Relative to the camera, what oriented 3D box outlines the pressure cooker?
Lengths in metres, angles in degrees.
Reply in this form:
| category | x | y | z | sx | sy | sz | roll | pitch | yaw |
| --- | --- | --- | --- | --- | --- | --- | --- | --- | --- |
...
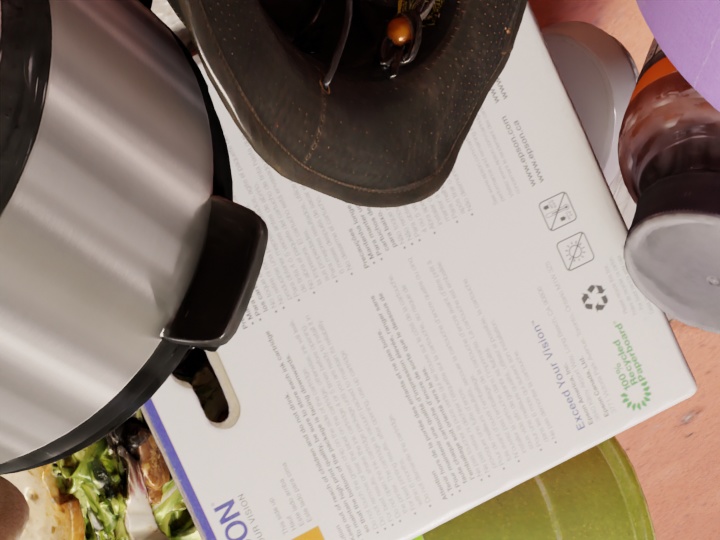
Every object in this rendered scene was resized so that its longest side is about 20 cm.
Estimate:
| category | x | y | z | sx | sy | sz | roll | pitch | yaw |
| --- | --- | --- | --- | --- | --- | --- | --- | --- | --- |
| pressure cooker | -0.137 | -0.029 | 0.809 | 0.178 | 0.177 | 0.200 | -32 | 154 | 10 |

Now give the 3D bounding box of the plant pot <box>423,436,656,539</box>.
| category | x | y | z | sx | sy | sz | roll | pitch | yaw |
| --- | --- | --- | --- | --- | --- | --- | --- | --- | --- |
| plant pot | 0.023 | 0.167 | 1.371 | 0.189 | 0.201 | 0.200 | 1 | 143 | -27 |

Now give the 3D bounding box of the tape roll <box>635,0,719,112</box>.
| category | x | y | z | sx | sy | sz | roll | pitch | yaw |
| --- | --- | --- | --- | --- | --- | --- | --- | --- | --- |
| tape roll | 0.197 | -0.129 | 0.960 | 0.199 | 0.201 | 0.066 | -20 | 154 | -20 |

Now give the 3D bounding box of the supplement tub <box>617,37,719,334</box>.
| category | x | y | z | sx | sy | sz | roll | pitch | yaw |
| --- | --- | --- | --- | --- | --- | --- | --- | --- | --- |
| supplement tub | 0.162 | -0.073 | 1.020 | 0.107 | 0.106 | 0.201 | 104 | 7 | -57 |

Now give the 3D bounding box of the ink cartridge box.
| category | x | y | z | sx | sy | sz | roll | pitch | yaw |
| --- | --- | --- | --- | --- | --- | --- | --- | --- | --- |
| ink cartridge box | 0.000 | 0.000 | 1.005 | 0.199 | 0.201 | 0.041 | -25 | -173 | -10 |

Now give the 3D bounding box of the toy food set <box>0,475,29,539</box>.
| category | x | y | z | sx | sy | sz | roll | pitch | yaw |
| --- | --- | --- | --- | --- | --- | --- | --- | --- | --- |
| toy food set | -0.198 | 0.114 | 0.843 | 0.199 | 0.049 | 0.198 | -15 | -167 | 7 |

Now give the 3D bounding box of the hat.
| category | x | y | z | sx | sy | sz | roll | pitch | yaw |
| --- | --- | --- | --- | --- | --- | --- | --- | --- | --- |
| hat | -0.024 | -0.117 | 0.865 | 0.080 | 0.202 | 0.200 | 7 | 178 | 36 |

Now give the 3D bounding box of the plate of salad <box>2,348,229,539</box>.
| category | x | y | z | sx | sy | sz | roll | pitch | yaw |
| --- | --- | --- | --- | --- | --- | --- | --- | --- | --- |
| plate of salad | -0.072 | 0.077 | 1.017 | 0.199 | 0.202 | 0.048 | -17 | -173 | -27 |

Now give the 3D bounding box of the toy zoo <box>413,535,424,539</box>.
| category | x | y | z | sx | sy | sz | roll | pitch | yaw |
| --- | --- | --- | --- | --- | --- | --- | --- | --- | --- |
| toy zoo | -0.039 | 0.069 | 1.158 | 0.021 | 0.131 | 0.200 | -54 | 160 | -14 |

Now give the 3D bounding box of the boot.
| category | x | y | z | sx | sy | sz | roll | pitch | yaw |
| --- | --- | --- | --- | --- | --- | --- | --- | --- | --- |
| boot | 0.096 | -0.052 | 1.167 | 0.095 | 0.074 | 0.200 | -30 | 161 | -31 |
